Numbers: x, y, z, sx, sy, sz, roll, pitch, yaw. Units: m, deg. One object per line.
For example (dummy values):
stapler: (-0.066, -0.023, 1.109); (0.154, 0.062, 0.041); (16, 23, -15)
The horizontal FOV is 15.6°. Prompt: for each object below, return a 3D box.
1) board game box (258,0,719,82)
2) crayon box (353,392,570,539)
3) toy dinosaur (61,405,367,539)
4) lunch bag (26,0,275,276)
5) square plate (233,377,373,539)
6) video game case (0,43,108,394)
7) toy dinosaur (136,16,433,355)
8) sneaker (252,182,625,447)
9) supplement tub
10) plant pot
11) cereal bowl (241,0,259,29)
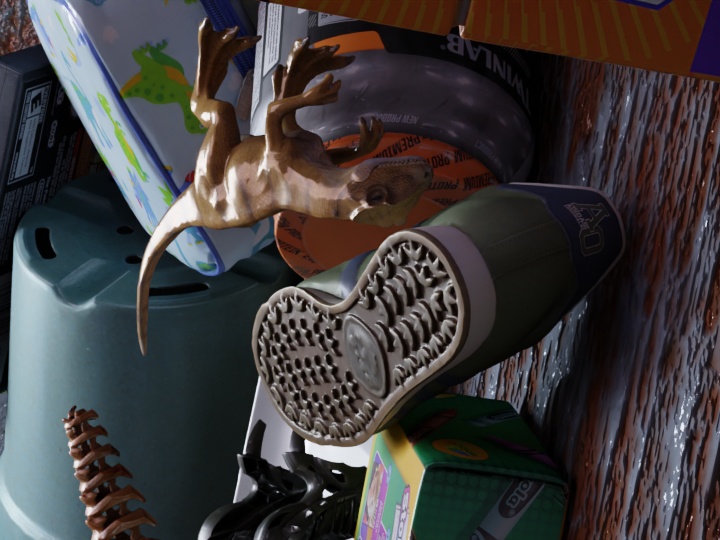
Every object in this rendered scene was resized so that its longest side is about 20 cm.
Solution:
board game box: (0.045, -0.204, 0.794); (0.200, 0.198, 0.201); (-94, 15, -56)
crayon box: (0.025, 0.158, 1.025); (0.119, 0.058, 0.202); (-122, 42, -76)
toy dinosaur: (-0.049, 0.137, 1.097); (0.102, 0.136, 0.201); (19, 147, 46)
lunch bag: (-0.092, -0.088, 1.244); (0.161, 0.082, 0.200); (60, 171, -14)
square plate: (-0.011, 0.151, 1.208); (0.198, 0.028, 0.202); (37, 119, 59)
video game case: (-0.162, -0.035, 1.425); (0.181, 0.025, 0.201); (-28, -42, -60)
toy dinosaur: (-0.050, -0.038, 1.030); (0.199, 0.060, 0.107); (-15, 62, 54)
sneaker: (0.032, 0.014, 0.993); (0.068, 0.089, 0.200); (67, 156, 4)
supplement tub: (0.015, -0.095, 1.133); (0.123, 0.122, 0.201); (111, 164, -54)
plant pot: (-0.104, 0.063, 1.390); (0.201, 0.198, 0.197); (-96, 7, -59)
cereal bowl: (-0.017, -0.149, 1.415); (0.201, 0.083, 0.200); (-55, 4, 5)
